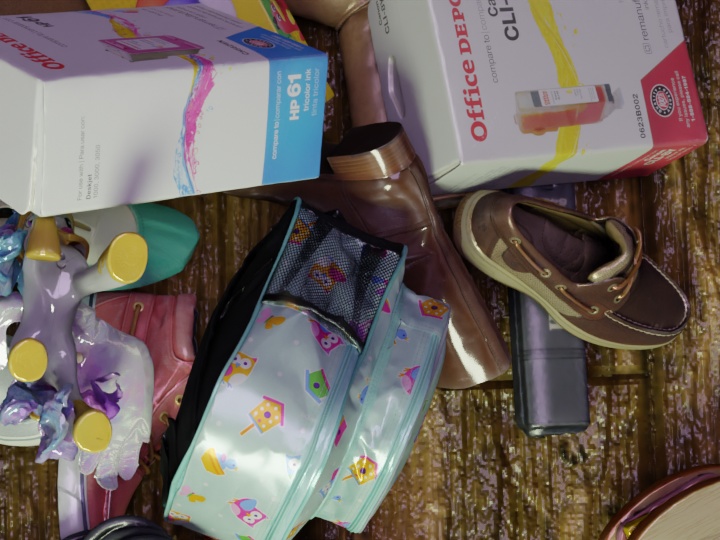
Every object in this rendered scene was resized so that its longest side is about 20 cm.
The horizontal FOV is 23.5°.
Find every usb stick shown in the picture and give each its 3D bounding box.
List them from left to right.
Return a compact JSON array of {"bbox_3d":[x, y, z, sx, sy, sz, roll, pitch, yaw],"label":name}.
[{"bbox_3d":[0.130,0.018,1.221,0.055,0.033,0.200,-1,82,-13],"label":"usb stick"}]

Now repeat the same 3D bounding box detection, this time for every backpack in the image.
[{"bbox_3d":[-0.039,0.085,1.093,0.153,0.176,0.200,30,49,3],"label":"backpack"}]

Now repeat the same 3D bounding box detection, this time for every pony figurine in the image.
[{"bbox_3d":[-0.186,0.042,1.030,0.166,0.200,0.193,9,97,-19],"label":"pony figurine"}]

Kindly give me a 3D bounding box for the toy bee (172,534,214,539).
[{"bbox_3d":[-0.099,0.222,1.142,0.200,0.109,0.131,-2,125,-35],"label":"toy bee"}]

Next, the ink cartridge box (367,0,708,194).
[{"bbox_3d":[0.120,-0.135,1.182,0.200,0.083,0.145,-7,80,-26],"label":"ink cartridge box"}]

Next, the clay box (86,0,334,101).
[{"bbox_3d":[-0.116,-0.178,1.170,0.115,0.048,0.200,-25,100,22],"label":"clay box"}]

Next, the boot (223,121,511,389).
[{"bbox_3d":[0.000,0.000,1.190,0.064,0.186,0.200,-45,120,-34],"label":"boot"}]

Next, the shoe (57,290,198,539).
[{"bbox_3d":[-0.151,0.110,1.159,0.091,0.071,0.200,-1,78,-1],"label":"shoe"}]

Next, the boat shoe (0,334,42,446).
[{"bbox_3d":[-0.277,0.059,1.126,0.201,0.072,0.070,20,83,16],"label":"boat shoe"}]

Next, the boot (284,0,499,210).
[{"bbox_3d":[-0.004,-0.135,1.212,0.175,0.066,0.200,-10,85,-7],"label":"boot"}]

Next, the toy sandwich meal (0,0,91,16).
[{"bbox_3d":[-0.237,-0.151,1.149,0.070,0.205,0.206,-11,83,24],"label":"toy sandwich meal"}]

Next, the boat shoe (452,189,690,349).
[{"bbox_3d":[0.158,-0.002,1.177,0.200,0.072,0.072,29,68,-26],"label":"boat shoe"}]

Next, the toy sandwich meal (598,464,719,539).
[{"bbox_3d":[0.260,0.230,1.180,0.205,0.070,0.206,1,82,-6],"label":"toy sandwich meal"}]

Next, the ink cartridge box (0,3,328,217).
[{"bbox_3d":[-0.141,-0.102,1.043,0.200,0.144,0.085,-12,117,-37],"label":"ink cartridge box"}]

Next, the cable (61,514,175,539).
[{"bbox_3d":[-0.183,0.235,1.056,0.200,0.051,0.163,-24,50,30],"label":"cable"}]

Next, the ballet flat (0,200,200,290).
[{"bbox_3d":[-0.210,-0.025,1.155,0.200,0.070,0.067,1,67,3],"label":"ballet flat"}]
